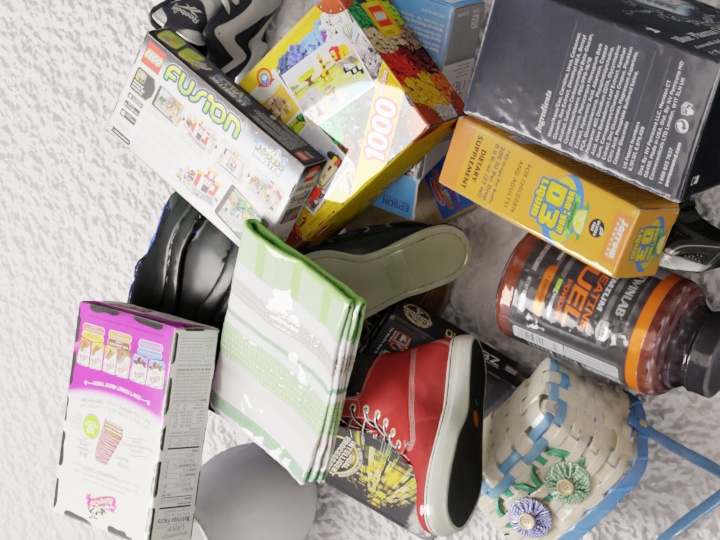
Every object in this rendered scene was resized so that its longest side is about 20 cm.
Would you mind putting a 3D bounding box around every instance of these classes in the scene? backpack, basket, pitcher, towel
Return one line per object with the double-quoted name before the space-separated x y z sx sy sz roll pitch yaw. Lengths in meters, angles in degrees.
"backpack" -0.121 0.003 1.747 0.162 0.168 0.201 28 118 19
"basket" 0.197 0.189 1.617 0.199 0.139 0.177 30 121 -17
"pitcher" -0.120 0.265 1.791 0.121 0.200 0.173 -20 91 34
"towel" -0.070 0.073 1.596 0.149 0.031 0.201 34 129 30

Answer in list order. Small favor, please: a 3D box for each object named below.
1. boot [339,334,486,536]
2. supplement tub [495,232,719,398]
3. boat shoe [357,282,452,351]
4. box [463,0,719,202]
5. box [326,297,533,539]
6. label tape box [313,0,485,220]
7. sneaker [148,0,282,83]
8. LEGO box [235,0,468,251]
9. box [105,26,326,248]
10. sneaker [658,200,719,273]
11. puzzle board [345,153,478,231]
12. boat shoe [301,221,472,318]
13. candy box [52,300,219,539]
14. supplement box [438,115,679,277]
"boot" 0.030 0.147 1.578 0.143 0.201 0.073 -9 134 17
"supplement tub" 0.223 0.040 1.574 0.199 0.107 0.108 22 112 26
"boat shoe" 0.015 0.051 1.730 0.076 0.072 0.200 45 121 16
"box" 0.223 -0.155 1.471 0.199 0.196 0.118 25 113 26
"box" 0.051 0.139 1.708 0.161 0.049 0.200 30 120 -8
"label tape box" 0.021 -0.166 1.663 0.143 0.066 0.201 22 117 26
"sneaker" -0.136 -0.259 1.719 0.079 0.129 0.200 27 115 24
"LEGO box" -0.025 -0.134 1.615 0.200 0.077 0.149 -41 80 35
"box" -0.130 -0.112 1.622 0.200 0.035 0.110 41 122 18
"sneaker" 0.234 -0.072 1.556 0.199 0.080 0.087 32 115 22
"puzzle board" 0.020 -0.125 1.720 0.150 0.017 0.201 -27 87 33
"boat shoe" 0.000 -0.002 1.652 0.198 0.066 0.075 -21 107 1
"candy box" -0.206 0.138 1.677 0.136 0.061 0.201 13 96 41
"supplement box" 0.163 -0.064 1.532 0.199 0.069 0.067 30 110 33
